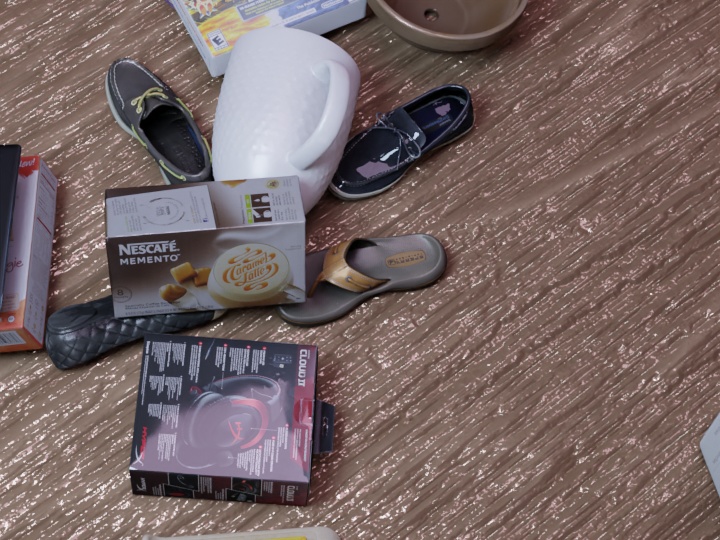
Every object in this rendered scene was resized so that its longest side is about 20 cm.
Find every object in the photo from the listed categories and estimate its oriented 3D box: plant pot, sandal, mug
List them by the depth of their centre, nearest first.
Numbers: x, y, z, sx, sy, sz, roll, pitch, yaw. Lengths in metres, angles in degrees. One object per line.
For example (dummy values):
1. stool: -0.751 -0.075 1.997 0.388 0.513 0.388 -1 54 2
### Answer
1. mug: -0.073 -0.152 1.703 0.147 0.199 0.177 26 62 -26
2. sandal: 0.000 0.000 1.709 0.198 0.055 0.082 -13 65 -10
3. plant pot: 0.089 -0.320 1.851 0.198 0.093 0.203 6 60 -10

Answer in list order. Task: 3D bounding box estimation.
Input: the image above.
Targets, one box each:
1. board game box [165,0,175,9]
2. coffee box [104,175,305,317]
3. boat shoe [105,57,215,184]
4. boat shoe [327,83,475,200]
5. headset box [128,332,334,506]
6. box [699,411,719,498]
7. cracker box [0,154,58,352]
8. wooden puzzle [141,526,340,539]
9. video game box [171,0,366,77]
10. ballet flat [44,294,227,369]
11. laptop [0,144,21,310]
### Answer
1. board game box: -0.140 -0.316 1.872 0.200 0.032 0.120 41 63 16
2. coffee box: -0.157 -0.025 1.634 0.198 0.115 0.080 -4 43 -7
3. boat shoe: -0.218 -0.164 1.770 0.071 0.061 0.202 -29 69 -18
4. boat shoe: 0.044 -0.147 1.784 0.199 0.062 0.075 -31 71 -17
5. headset box: -0.125 0.150 1.611 0.198 0.075 0.150 4 63 -3
6. box: 0.465 0.170 1.582 0.197 0.201 0.132 -13 64 -11
7. cracker box: -0.391 -0.015 1.664 0.132 0.058 0.202 -6 62 11
8. wooden puzzle: -0.108 0.307 1.513 0.198 0.038 0.186 0 34 -7
9. video game box: -0.119 -0.335 1.845 0.198 0.047 0.183 -24 65 -16
10. ballet flat: -0.232 0.052 1.676 0.198 0.057 0.067 -13 37 -16
11. laptop: -0.438 -0.018 1.631 0.115 0.200 0.189 15 61 -25
